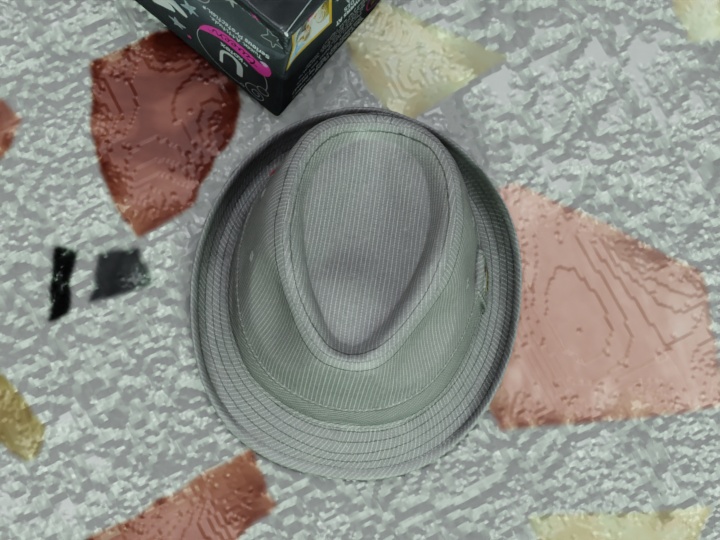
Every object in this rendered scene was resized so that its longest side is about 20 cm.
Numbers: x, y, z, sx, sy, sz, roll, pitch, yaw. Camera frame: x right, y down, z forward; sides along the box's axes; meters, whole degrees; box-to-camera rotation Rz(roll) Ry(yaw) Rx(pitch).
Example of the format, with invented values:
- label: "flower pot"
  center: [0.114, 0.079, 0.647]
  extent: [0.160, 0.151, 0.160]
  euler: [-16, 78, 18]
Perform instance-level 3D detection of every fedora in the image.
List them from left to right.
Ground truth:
- label: "fedora"
  center: [0.000, 0.000, 1.176]
  extent: [0.175, 0.090, 0.201]
  euler: [15, 72, 1]

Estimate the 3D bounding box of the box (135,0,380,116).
- label: "box"
  center: [-0.076, -0.207, 1.225]
  extent: [0.200, 0.115, 0.132]
  euler: [39, 73, 7]
